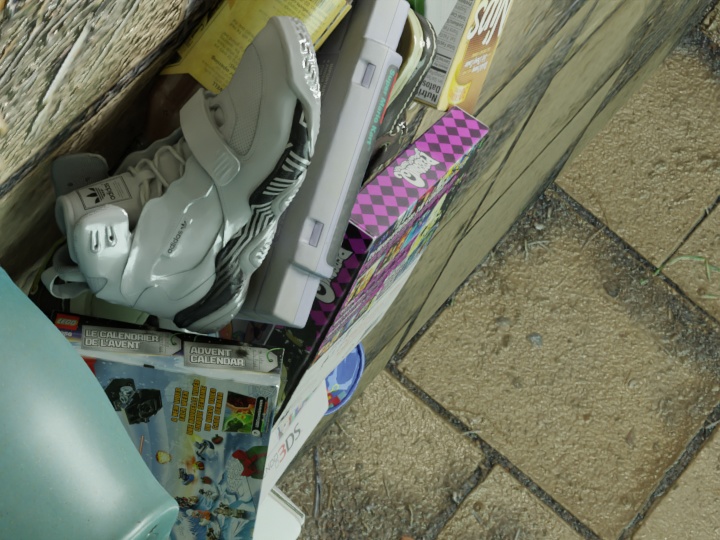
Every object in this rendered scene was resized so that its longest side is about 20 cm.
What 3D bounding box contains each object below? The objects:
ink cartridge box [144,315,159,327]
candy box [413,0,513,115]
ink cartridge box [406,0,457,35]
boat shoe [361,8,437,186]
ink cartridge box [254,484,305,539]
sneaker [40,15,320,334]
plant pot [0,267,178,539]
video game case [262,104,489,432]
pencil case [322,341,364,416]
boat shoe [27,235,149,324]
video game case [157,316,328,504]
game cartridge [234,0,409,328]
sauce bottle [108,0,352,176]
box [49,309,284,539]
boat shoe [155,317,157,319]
[{"bbox_3d":[-0.208,0.112,1.430,0.200,0.083,0.147,-49,172,-2],"label":"ink cartridge box"},{"bbox_3d":[0.076,-0.210,1.400,0.115,0.055,0.201,-7,117,-75],"label":"candy box"},{"bbox_3d":[0.061,-0.244,1.254,0.201,0.059,0.104,-60,169,-16],"label":"ink cartridge box"},{"bbox_3d":[-0.003,-0.096,1.272,0.066,0.072,0.201,5,145,-33],"label":"boat shoe"},{"bbox_3d":[-0.150,0.179,1.512,0.146,0.087,0.200,-50,-144,-3],"label":"ink cartridge box"},{"bbox_3d":[-0.100,-0.053,1.109,0.114,0.075,0.201,7,124,-28],"label":"sneaker"},{"bbox_3d":[-0.202,0.111,1.046,0.200,0.188,0.200,-49,173,-8],"label":"plant pot"},{"bbox_3d":[0.000,0.000,1.340,0.182,0.036,0.200,-60,171,34],"label":"video game case"},{"bbox_3d":[-0.073,0.039,1.559,0.078,0.087,0.200,-56,-146,2],"label":"pencil case"},{"bbox_3d":[-0.133,-0.034,1.254,0.202,0.060,0.072,-54,133,-37],"label":"boat shoe"},{"bbox_3d":[-0.075,0.056,1.362,0.182,0.024,0.201,-52,142,-52],"label":"video game case"},{"bbox_3d":[-0.041,-0.067,1.202,0.129,0.038,0.201,8,-103,52],"label":"game cartridge"},{"bbox_3d":[-0.079,-0.110,1.170,0.200,0.065,0.065,-50,173,5],"label":"sauce bottle"},{"bbox_3d":[-0.125,0.122,1.203,0.040,0.136,0.201,-85,-175,-53],"label":"box"},{"bbox_3d":[-0.105,0.011,1.488,0.069,0.071,0.200,-33,178,-24],"label":"boat shoe"}]
